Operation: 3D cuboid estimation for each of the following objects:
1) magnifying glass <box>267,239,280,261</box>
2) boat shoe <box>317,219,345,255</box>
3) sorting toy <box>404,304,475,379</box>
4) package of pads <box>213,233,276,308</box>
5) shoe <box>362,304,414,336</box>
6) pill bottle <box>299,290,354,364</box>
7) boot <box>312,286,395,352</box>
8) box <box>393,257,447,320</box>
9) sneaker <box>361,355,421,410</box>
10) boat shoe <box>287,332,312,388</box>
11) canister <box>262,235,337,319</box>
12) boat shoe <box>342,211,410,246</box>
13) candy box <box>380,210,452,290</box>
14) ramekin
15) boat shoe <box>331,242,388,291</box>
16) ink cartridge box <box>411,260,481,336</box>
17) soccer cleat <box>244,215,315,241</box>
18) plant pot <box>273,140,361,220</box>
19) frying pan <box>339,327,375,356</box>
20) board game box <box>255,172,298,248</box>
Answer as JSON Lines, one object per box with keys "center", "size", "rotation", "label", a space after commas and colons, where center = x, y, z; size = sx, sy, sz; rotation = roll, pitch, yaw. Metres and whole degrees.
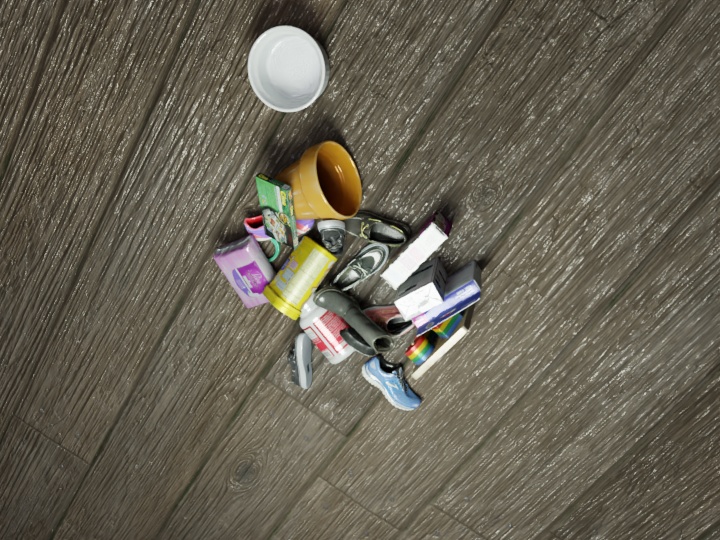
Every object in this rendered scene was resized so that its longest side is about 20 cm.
{"center": [-0.312, -0.031, 1.784], "size": [0.200, 0.022, 0.080], "rotation": [-38, 98, 22], "label": "magnifying glass"}
{"center": [-0.071, -0.081, 1.616], "size": [0.069, 0.200, 0.067], "rotation": [-6, 79, 0], "label": "boat shoe"}
{"center": [0.205, 0.166, 1.642], "size": [0.070, 0.199, 0.200], "rotation": [43, 112, 0], "label": "sorting toy"}
{"center": [-0.313, 0.003, 1.741], "size": [0.120, 0.076, 0.201], "rotation": [-17, 122, 18], "label": "package of pads"}
{"center": [0.065, 0.143, 1.722], "size": [0.199, 0.091, 0.072], "rotation": [-14, 105, 17], "label": "shoe"}
{"center": [-0.100, 0.158, 1.753], "size": [0.112, 0.112, 0.200], "rotation": [-36, 98, 21], "label": "pill bottle"}
{"center": [-0.017, 0.135, 1.645], "size": [0.073, 0.181, 0.200], "rotation": [-55, 46, 20], "label": "boot"}
{"center": [0.161, 0.045, 1.608], "size": [0.116, 0.200, 0.060], "rotation": [-29, 102, 18], "label": "box"}
{"center": [0.101, 0.325, 1.786], "size": [0.200, 0.079, 0.089], "rotation": [40, 115, -3], "label": "sneaker"}
{"center": [-0.184, 0.264, 1.817], "size": [0.066, 0.070, 0.201], "rotation": [10, 130, 15], "label": "boat shoe"}
{"center": [-0.164, 0.016, 1.669], "size": [0.086, 0.148, 0.200], "rotation": [36, 89, -32], "label": "canister"}
{"center": [0.034, -0.112, 1.656], "size": [0.200, 0.061, 0.072], "rotation": [11, 111, 8], "label": "boat shoe"}
{"center": [0.147, -0.055, 1.610], "size": [0.061, 0.136, 0.200], "rotation": [42, 112, -3], "label": "candy box"}
{"center": [-0.173, -0.504, 1.545], "size": [0.199, 0.098, 0.202], "rotation": [4, 109, 11], "label": "ramekin"}
{"center": [0.000, 0.000, 1.697], "size": [0.072, 0.071, 0.200], "rotation": [45, 112, -5], "label": "boat shoe"}
{"center": [0.223, 0.069, 1.602], "size": [0.196, 0.200, 0.043], "rotation": [-34, 99, 20], "label": "ink cartridge box"}
{"center": [-0.224, -0.128, 1.694], "size": [0.199, 0.069, 0.073], "rotation": [-7, 150, 18], "label": "soccer cleat"}
{"center": [-0.126, -0.212, 1.598], "size": [0.182, 0.200, 0.201], "rotation": [-13, 106, 32], "label": "plant pot"}
{"center": [0.020, 0.199, 1.690], "size": [0.031, 0.189, 0.115], "rotation": [-57, 46, 14], "label": "frying pan"}
{"center": [-0.213, -0.150, 1.584], "size": [0.104, 0.023, 0.201], "rotation": [28, 143, 24], "label": "board game box"}
